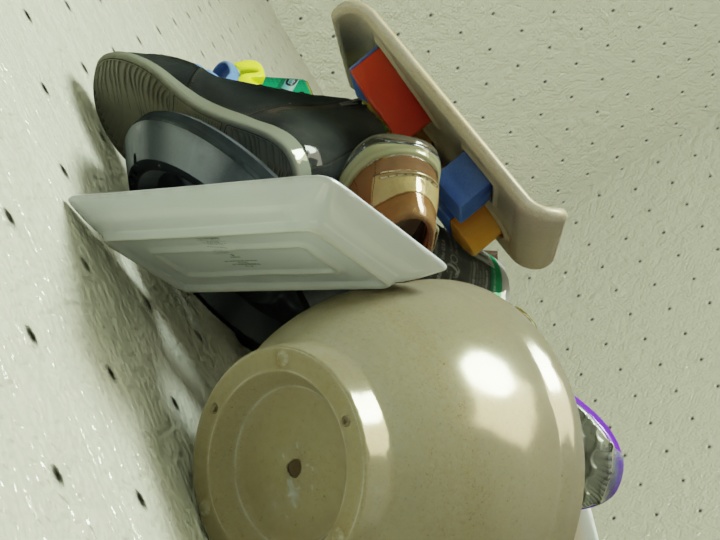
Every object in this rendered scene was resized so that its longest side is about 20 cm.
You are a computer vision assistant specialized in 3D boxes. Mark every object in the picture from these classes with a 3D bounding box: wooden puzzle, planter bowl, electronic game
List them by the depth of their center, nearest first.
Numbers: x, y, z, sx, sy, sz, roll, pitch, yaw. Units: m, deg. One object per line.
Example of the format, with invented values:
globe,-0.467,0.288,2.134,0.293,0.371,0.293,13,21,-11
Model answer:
planter bowl,-0.001,0.101,0.810,0.134,0.200,0.202,7,50,-51
electronic game,-0.073,-0.016,0.963,0.199,0.042,0.201,37,-25,20
wooden puzzle,0.052,-0.078,1.053,0.200,0.046,0.185,47,-4,10

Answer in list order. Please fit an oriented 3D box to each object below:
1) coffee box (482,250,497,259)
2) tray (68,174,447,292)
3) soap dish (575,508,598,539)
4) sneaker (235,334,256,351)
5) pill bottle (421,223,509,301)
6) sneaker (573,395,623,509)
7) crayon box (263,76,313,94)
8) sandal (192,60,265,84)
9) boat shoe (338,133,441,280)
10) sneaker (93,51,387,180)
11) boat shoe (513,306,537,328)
coffee box,0.060,0.091,1.281,0.114,0.079,0.203,-20,109,-57
tray,-0.061,-0.013,0.835,0.107,0.198,0.022,36,62,-43
soap dish,0.129,0.218,1.193,0.158,0.080,0.202,-121,-167,-60
sneaker,-0.021,0.109,1.136,0.199,0.088,0.076,36,16,-7
pill bottle,0.000,0.000,1.116,0.199,0.114,0.113,28,20,-24
sneaker,0.078,0.082,0.899,0.199,0.071,0.099,17,8,39
crayon box,-0.062,-0.066,1.343,0.201,0.057,0.120,-112,-150,-50
sandal,-0.121,-0.102,1.290,0.086,0.080,0.201,13,42,-29
boat shoe,-0.001,0.005,0.987,0.201,0.075,0.074,110,-22,-46
sneaker,-0.083,-0.096,1.035,0.199,0.076,0.106,29,32,30
boat shoe,0.143,0.124,1.272,0.068,0.071,0.202,-47,131,-43
